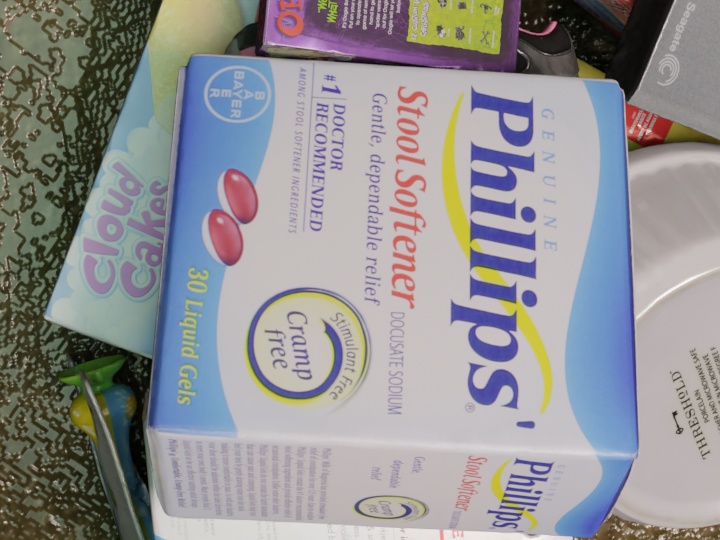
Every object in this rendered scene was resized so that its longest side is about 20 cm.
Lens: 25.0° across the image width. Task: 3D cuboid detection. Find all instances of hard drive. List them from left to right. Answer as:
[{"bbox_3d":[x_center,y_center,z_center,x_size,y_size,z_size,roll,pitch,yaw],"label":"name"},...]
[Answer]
[{"bbox_3d":[0.228,-0.126,0.835,0.199,0.033,0.141,15,102,-32],"label":"hard drive"}]

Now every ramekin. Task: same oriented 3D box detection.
[{"bbox_3d":[0.170,0.042,0.845,0.200,0.094,0.204,-8,120,-14],"label":"ramekin"}]

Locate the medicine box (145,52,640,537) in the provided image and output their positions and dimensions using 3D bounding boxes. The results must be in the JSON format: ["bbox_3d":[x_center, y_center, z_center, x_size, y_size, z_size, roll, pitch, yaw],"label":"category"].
[{"bbox_3d":[0.014,0.011,0.719,0.198,0.103,0.184,3,63,-1],"label":"medicine box"}]

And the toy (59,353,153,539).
[{"bbox_3d":[-0.107,0.140,0.877,0.047,0.115,0.202,-22,100,-13],"label":"toy"}]

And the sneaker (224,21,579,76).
[{"bbox_3d":[0.026,-0.102,0.808,0.198,0.079,0.096,9,66,-22],"label":"sneaker"}]

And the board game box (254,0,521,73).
[{"bbox_3d":[0.020,-0.191,0.747,0.119,0.032,0.202,8,83,-16],"label":"board game box"}]

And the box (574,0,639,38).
[{"bbox_3d":[0.152,-0.180,0.851,0.199,0.095,0.103,31,93,-33],"label":"box"}]

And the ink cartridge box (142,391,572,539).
[{"bbox_3d":[-0.002,0.110,0.790,0.198,0.068,0.116,-5,97,-6],"label":"ink cartridge box"}]

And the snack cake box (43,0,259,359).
[{"bbox_3d":[-0.098,-0.064,0.855,0.067,0.115,0.202,20,94,-10],"label":"snack cake box"}]

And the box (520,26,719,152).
[{"bbox_3d":[0.150,-0.072,0.908,0.199,0.075,0.050,28,93,-9],"label":"box"}]
